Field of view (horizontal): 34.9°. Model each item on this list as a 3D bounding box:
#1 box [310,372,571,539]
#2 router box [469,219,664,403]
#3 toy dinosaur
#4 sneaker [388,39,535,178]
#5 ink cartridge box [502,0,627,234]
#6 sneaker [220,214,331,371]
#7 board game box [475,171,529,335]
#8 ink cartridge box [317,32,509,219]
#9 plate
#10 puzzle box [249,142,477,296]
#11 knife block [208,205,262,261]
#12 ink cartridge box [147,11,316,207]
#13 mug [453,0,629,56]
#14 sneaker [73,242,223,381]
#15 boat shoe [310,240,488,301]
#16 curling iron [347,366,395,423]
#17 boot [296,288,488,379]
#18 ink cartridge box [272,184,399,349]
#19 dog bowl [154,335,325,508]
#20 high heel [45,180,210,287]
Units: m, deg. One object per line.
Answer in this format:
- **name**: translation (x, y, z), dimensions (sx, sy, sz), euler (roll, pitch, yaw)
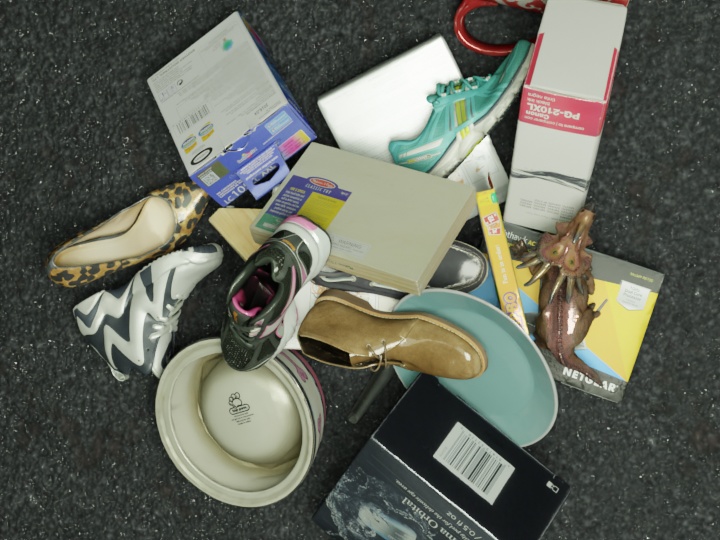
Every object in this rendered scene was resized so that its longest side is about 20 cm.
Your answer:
- **box**: translation (0.080, 0.248, 1.211), dimensions (0.196, 0.117, 0.200), euler (38, 139, 7)
- **router box**: translation (0.215, 0.042, 1.267), dimensions (0.199, 0.051, 0.150), euler (18, 93, 10)
- **toy dinosaur**: translation (0.206, 0.033, 1.167), dimensions (0.085, 0.136, 0.202), euler (-9, 97, 6)
- **sneaker**: translation (0.112, -0.175, 1.234), dimensions (0.080, 0.078, 0.200), euler (44, 101, 0)
- **ink cartridge box**: translation (0.207, -0.155, 1.173), dimensions (0.084, 0.201, 0.145), euler (13, 53, 10)
- **sneaker**: translation (-0.107, 0.031, 1.142), dimensions (0.080, 0.086, 0.201), euler (36, 129, 14)
- **board game box**: translation (0.150, 0.001, 1.203), dimensions (0.030, 0.096, 0.202), euler (-11, 86, 6)
- **ink cartridge box**: translation (0.065, -0.143, 1.303), dimensions (0.159, 0.047, 0.201), euler (-26, 103, 8)
- **plate**: translation (0.115, 0.096, 1.167), dimensions (0.199, 0.026, 0.201), euler (23, 135, 25)
- **puzzle box**: translation (0.002, -0.057, 1.164), dimensions (0.199, 0.026, 0.133), euler (18, 57, 26)
- **knife block**: translation (-0.072, 0.018, 1.302), dimensions (0.198, 0.064, 0.177), euler (2, 89, 5)
- **ink cartridge box**: translation (-0.140, -0.168, 1.263), dimensions (0.136, 0.076, 0.201), euler (-35, 52, 9)
- **mug**: translation (0.194, -0.327, 1.249), dimensions (0.198, 0.178, 0.134), euler (17, 57, 4)
- **sneaker**: translation (-0.225, 0.059, 1.323), dimensions (0.198, 0.079, 0.130), euler (-27, 88, 8)
- **boat shoe**: translation (0.037, -0.003, 1.190), dimensions (0.198, 0.063, 0.073), euler (4, 89, 0)
- **curling iron**: translation (0.037, 0.087, 1.312), dimensions (0.049, 0.026, 0.201), euler (31, 101, 28)
- **boot**: translation (0.029, 0.081, 1.150), dimensions (0.199, 0.076, 0.074), euler (14, 128, 23)
- **ink cartridge box**: translation (0.000, 0.000, 1.244), dimensions (0.198, 0.045, 0.178), euler (3, 89, 0)
- **dog bowl**: translation (-0.127, 0.160, 1.288), dimensions (0.199, 0.074, 0.202), euler (7, 108, 21)
- **high heel**: translation (-0.259, -0.044, 1.294), dimensions (0.199, 0.143, 0.072), euler (-34, 86, 8)
